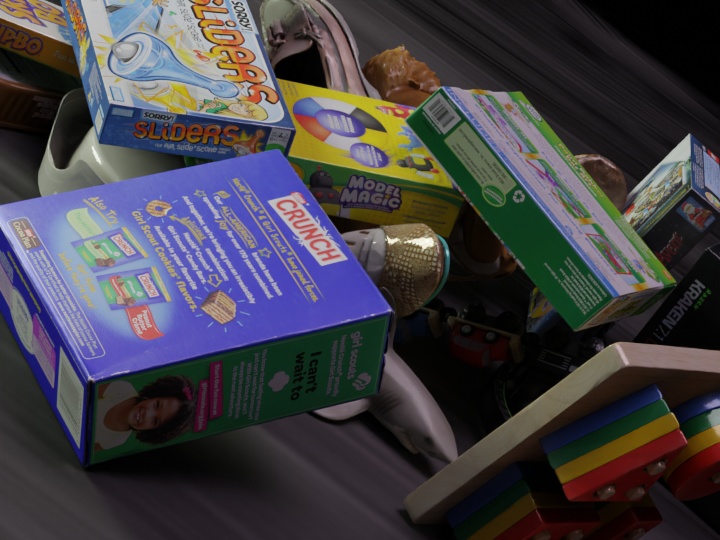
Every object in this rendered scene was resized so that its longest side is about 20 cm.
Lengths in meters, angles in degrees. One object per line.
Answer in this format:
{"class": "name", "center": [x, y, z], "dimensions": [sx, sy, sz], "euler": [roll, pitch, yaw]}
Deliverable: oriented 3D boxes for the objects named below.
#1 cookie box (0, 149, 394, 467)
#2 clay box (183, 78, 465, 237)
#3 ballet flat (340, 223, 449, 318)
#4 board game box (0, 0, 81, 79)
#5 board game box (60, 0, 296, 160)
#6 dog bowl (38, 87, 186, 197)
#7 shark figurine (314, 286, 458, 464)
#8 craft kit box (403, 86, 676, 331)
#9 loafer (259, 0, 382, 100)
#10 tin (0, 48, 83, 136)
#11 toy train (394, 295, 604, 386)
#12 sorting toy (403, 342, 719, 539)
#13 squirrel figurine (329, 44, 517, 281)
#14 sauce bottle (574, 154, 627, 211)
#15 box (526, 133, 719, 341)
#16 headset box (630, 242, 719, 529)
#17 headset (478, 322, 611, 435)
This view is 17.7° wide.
{"class": "cookie box", "center": [-0.106, 0.019, 1.427], "dimensions": [0.200, 0.075, 0.171], "euler": [-13, 45, -24]}
{"class": "clay box", "center": [-0.031, -0.089, 1.688], "dimensions": [0.200, 0.048, 0.115], "euler": [11, 31, -19]}
{"class": "ballet flat", "center": [0.000, 0.000, 1.666], "dimensions": [0.065, 0.071, 0.200], "euler": [12, -10, -19]}
{"class": "board game box", "center": [-0.226, -0.172, 1.694], "dimensions": [0.200, 0.030, 0.096], "euler": [19, 18, -15]}
{"class": "board game box", "center": [-0.132, -0.147, 1.640], "dimensions": [0.135, 0.034, 0.200], "euler": [7, 33, -22]}
{"class": "dog bowl", "center": [-0.140, -0.047, 1.644], "dimensions": [0.200, 0.059, 0.200], "euler": [29, 23, -13]}
{"class": "shark figurine", "center": [-0.020, 0.045, 1.597], "dimensions": [0.214, 0.090, 0.128], "euler": [26, 22, -27]}
{"class": "craft kit box", "center": [0.138, -0.049, 1.719], "dimensions": [0.200, 0.049, 0.197], "euler": [52, 21, 11]}
{"class": "loafer", "center": [-0.038, -0.155, 1.821], "dimensions": [0.063, 0.072, 0.200], "euler": [4, 43, -39]}
{"class": "tin", "center": [-0.250, -0.148, 1.720], "dimensions": [0.200, 0.042, 0.112], "euler": [9, 29, -48]}
{"class": "toy train", "center": [0.090, 0.051, 1.724], "dimensions": [0.200, 0.046, 0.034], "euler": [17, -25, 22]}
{"class": "sorting toy", "center": [0.168, 0.134, 1.552], "dimensions": [0.200, 0.199, 0.070], "euler": [7, 51, -50]}
{"class": "squirrel figurine", "center": [0.067, -0.082, 1.886], "dimensions": [0.187, 0.141, 0.200], "euler": [21, 42, -50]}
{"class": "sauce bottle", "center": [0.167, -0.057, 1.995], "dimensions": [0.066, 0.066, 0.200], "euler": [32, -14, -9]}
{"class": "box", "center": [0.215, -0.011, 1.893], "dimensions": [0.038, 0.200, 0.137], "euler": [40, 21, -10]}
{"class": "headset box", "center": [0.311, 0.104, 1.838], "dimensions": [0.200, 0.174, 0.093], "euler": [42, 22, 14]}
{"class": "headset", "center": [0.164, 0.092, 1.755], "dimensions": [0.123, 0.094, 0.200], "euler": [35, 31, -3]}
